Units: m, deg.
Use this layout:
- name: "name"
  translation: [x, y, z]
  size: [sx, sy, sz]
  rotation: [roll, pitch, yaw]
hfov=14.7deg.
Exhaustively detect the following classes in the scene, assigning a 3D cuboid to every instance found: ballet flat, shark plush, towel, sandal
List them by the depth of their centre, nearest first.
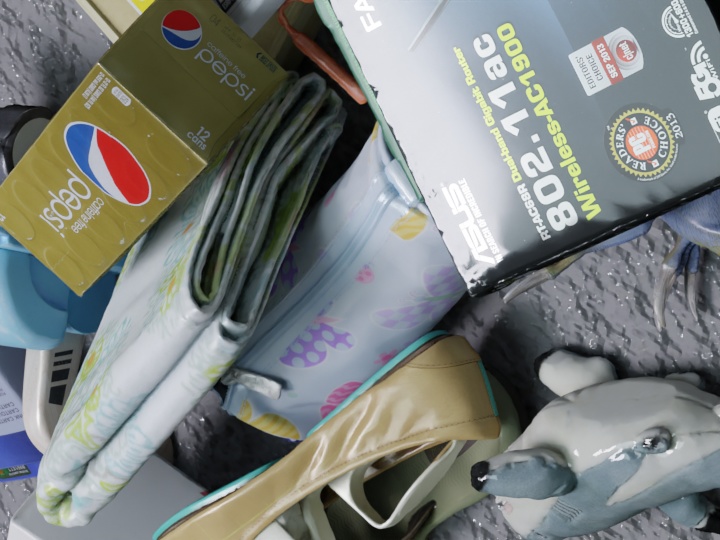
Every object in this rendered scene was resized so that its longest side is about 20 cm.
- name: "shark plush"
  translation: [0.146, 0.084, 1.259]
  size: [0.199, 0.091, 0.084]
  rotation: [-12, 121, 25]
- name: "ballet flat"
  translation: [-0.017, 0.104, 1.321]
  size: [0.200, 0.069, 0.063]
  rotation: [-37, 77, 25]
- name: "towel"
  translation: [-0.085, 0.011, 1.327]
  size: [0.048, 0.172, 0.200]
  rotation: [32, 138, -9]
- name: "sandal"
  translation: [0.008, 0.110, 1.378]
  size: [0.080, 0.057, 0.201]
  rotation: [53, 135, 10]

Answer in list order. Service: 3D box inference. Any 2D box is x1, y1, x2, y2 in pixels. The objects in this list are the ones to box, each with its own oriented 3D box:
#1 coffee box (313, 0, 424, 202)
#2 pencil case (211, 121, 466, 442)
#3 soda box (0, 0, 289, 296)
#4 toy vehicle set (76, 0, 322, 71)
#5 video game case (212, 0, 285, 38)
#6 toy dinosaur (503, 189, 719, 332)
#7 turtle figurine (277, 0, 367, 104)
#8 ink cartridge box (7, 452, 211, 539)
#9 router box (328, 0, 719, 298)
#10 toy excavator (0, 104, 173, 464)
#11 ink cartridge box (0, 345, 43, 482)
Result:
- name: "coffee box"
  translation: [0.080, -0.124, 1.143]
  size: [0.199, 0.044, 0.124]
  rotation: [-30, 88, 32]
- name: "pencil case"
  translation: [0.000, 0.000, 1.312]
  size: [0.200, 0.090, 0.084]
  rotation: [-48, 56, 43]
- name: "soda box"
  translation: [-0.108, -0.058, 1.294]
  size: [0.068, 0.064, 0.200]
  rotation: [43, 153, -5]
- name: "toy vehicle set"
  translation: [-0.101, -0.168, 1.377]
  size: [0.200, 0.026, 0.124]
  rotation: [49, 134, 16]
- name: "video game case"
  translation: [-0.046, -0.230, 1.221]
  size: [0.200, 0.024, 0.183]
  rotation: [-45, 68, 37]
- name: "toy dinosaur"
  translation: [0.156, -0.030, 1.189]
  size: [0.200, 0.105, 0.182]
  rotation: [-36, 66, 9]
- name: "turtle figurine"
  translation: [-0.003, -0.190, 1.248]
  size: [0.161, 0.064, 0.201]
  rotation: [-38, 72, 38]
- name: "ink cartridge box"
  translation: [-0.114, 0.192, 1.461]
  size: [0.146, 0.083, 0.200]
  rotation: [34, 146, 11]
- name: "router box"
  translation: [0.071, -0.110, 1.089]
  size: [0.149, 0.062, 0.201]
  rotation: [-25, 91, 33]
- name: "toy excavator"
  translation: [-0.168, 0.023, 1.465]
  size: [0.099, 0.194, 0.202]
  rotation: [8, 86, 41]
- name: "ink cartridge box"
  translation: [-0.230, 0.051, 1.542]
  size: [0.119, 0.042, 0.200]
  rotation: [-12, 125, 43]
